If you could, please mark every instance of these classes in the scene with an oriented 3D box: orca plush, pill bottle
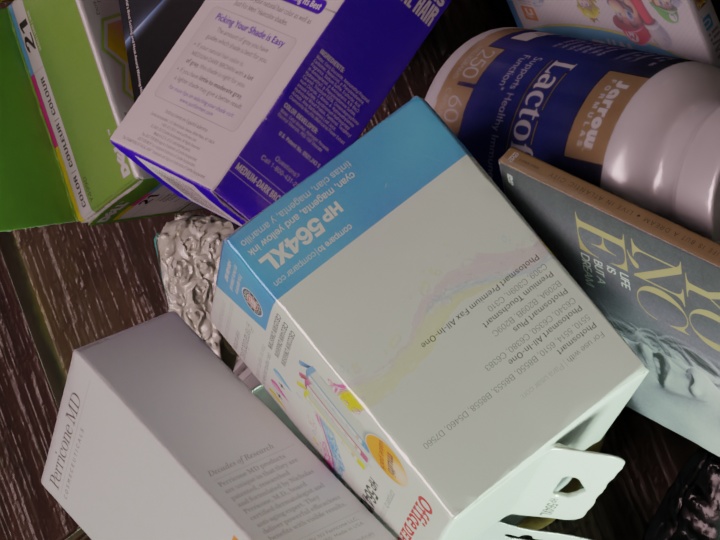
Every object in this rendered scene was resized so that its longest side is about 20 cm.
[{"bbox_3d":[0.173,0.148,1.516,0.105,0.071,0.201,51,131,29],"label":"orca plush"},{"bbox_3d":[0.132,-0.053,1.493,0.199,0.115,0.117,15,108,46],"label":"pill bottle"}]

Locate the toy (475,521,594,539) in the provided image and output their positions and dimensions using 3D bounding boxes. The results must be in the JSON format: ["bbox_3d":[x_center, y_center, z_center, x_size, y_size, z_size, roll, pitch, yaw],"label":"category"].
[{"bbox_3d":[0.056,0.202,1.599,0.200,0.114,0.047,120,158,-52],"label":"toy"}]

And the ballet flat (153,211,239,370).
[{"bbox_3d":[-0.078,0.062,1.797,0.072,0.071,0.201,-8,92,49],"label":"ballet flat"}]

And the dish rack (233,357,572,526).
[{"bbox_3d":[0.010,0.083,1.594,0.200,0.043,0.172,-43,74,36],"label":"dish rack"}]

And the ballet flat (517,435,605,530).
[{"bbox_3d":[0.102,0.065,1.587,0.069,0.063,0.201,49,130,29],"label":"ballet flat"}]

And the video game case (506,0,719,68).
[{"bbox_3d":[0.102,-0.184,1.495,0.143,0.018,0.201,17,144,46],"label":"video game case"}]

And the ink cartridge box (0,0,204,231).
[{"bbox_3d":[-0.170,-0.105,1.763,0.076,0.199,0.149,-31,74,47],"label":"ink cartridge box"}]

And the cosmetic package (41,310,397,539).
[{"bbox_3d":[-0.070,0.127,1.511,0.200,0.071,0.102,44,136,29],"label":"cosmetic package"}]

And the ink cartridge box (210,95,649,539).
[{"bbox_3d":[0.037,0.045,1.460,0.200,0.125,0.129,51,164,11],"label":"ink cartridge box"}]

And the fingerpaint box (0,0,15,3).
[{"bbox_3d":[-0.211,-0.248,1.785,0.073,0.199,0.168,44,128,35],"label":"fingerpaint box"}]

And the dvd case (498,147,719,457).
[{"bbox_3d":[0.155,0.032,1.431,0.199,0.016,0.149,27,148,32],"label":"dvd case"}]

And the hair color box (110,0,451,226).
[{"bbox_3d":[-0.030,-0.120,1.548,0.109,0.065,0.201,27,82,52],"label":"hair color box"}]

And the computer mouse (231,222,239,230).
[{"bbox_3d":[0.000,0.000,1.695,0.200,0.046,0.141,6,120,57],"label":"computer mouse"}]

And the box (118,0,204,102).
[{"bbox_3d":[-0.076,-0.189,1.697,0.160,0.043,0.201,-23,71,44],"label":"box"}]
